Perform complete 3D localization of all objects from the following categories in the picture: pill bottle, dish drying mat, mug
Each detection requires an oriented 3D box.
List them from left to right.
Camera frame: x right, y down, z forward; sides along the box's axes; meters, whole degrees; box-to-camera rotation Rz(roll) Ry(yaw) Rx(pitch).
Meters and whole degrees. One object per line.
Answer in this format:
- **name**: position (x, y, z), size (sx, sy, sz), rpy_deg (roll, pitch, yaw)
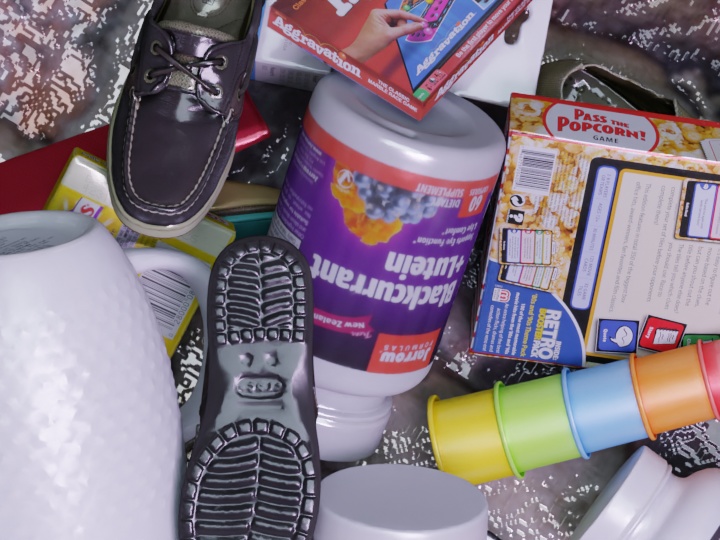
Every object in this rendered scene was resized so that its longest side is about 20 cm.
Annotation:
- **mug**: position (-0.151, 0.057, 1.452), size (0.199, 0.147, 0.176), rpy_deg (-18, 110, -35)
- **dish drying mat**: position (-0.152, -0.058, 1.558), size (0.199, 0.077, 0.018), rpy_deg (-20, 119, -5)
- **pill bottle**: position (0.000, 0.000, 1.506), size (0.111, 0.111, 0.201), rpy_deg (18, 113, -1)
- **pill bottle**: position (0.015, 0.215, 1.476), size (0.116, 0.116, 0.201), rpy_deg (3, 108, -3)
- **pill bottle**: position (0.216, 0.188, 1.525), size (0.200, 0.112, 0.113), rpy_deg (38, 83, 2)

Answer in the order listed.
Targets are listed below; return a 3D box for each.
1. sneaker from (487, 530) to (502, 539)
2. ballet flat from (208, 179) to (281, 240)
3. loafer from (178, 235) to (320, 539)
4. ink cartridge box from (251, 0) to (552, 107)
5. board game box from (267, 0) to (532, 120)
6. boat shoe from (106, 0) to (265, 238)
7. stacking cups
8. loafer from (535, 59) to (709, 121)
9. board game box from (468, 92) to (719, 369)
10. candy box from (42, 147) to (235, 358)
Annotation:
- **sneaker**: position (0.080, 0.206, 1.538), size (0.200, 0.074, 0.081), rpy_deg (42, 86, 4)
- **ballet flat**: position (-0.135, -0.024, 1.556), size (0.199, 0.069, 0.063), rpy_deg (-19, 68, -7)
- **loafer**: position (-0.051, 0.083, 1.442), size (0.073, 0.071, 0.201), rpy_deg (7, 89, 3)
- **ink cartridge box**: position (0.009, -0.158, 1.574), size (0.199, 0.067, 0.116), rpy_deg (12, 82, -1)
- **board game box**: position (0.047, -0.172, 1.509), size (0.103, 0.019, 0.200), rpy_deg (31, 55, 15)
- **boat shoe**: position (-0.094, -0.115, 1.472), size (0.073, 0.065, 0.201), rpy_deg (10, 63, 0)
- **stacking cups**: position (0.141, 0.080, 1.536), size (0.199, 0.060, 0.061), rpy_deg (-12, 84, 10)
- **loafer**: position (0.178, -0.056, 1.572), size (0.199, 0.067, 0.076), rpy_deg (29, 83, 1)
- **board game box**: position (0.170, -0.011, 1.534), size (0.199, 0.046, 0.152), rpy_deg (9, 123, -1)
- **candy box**: position (-0.159, 0.041, 1.523), size (0.102, 0.026, 0.201), rpy_deg (26, 103, -12)
